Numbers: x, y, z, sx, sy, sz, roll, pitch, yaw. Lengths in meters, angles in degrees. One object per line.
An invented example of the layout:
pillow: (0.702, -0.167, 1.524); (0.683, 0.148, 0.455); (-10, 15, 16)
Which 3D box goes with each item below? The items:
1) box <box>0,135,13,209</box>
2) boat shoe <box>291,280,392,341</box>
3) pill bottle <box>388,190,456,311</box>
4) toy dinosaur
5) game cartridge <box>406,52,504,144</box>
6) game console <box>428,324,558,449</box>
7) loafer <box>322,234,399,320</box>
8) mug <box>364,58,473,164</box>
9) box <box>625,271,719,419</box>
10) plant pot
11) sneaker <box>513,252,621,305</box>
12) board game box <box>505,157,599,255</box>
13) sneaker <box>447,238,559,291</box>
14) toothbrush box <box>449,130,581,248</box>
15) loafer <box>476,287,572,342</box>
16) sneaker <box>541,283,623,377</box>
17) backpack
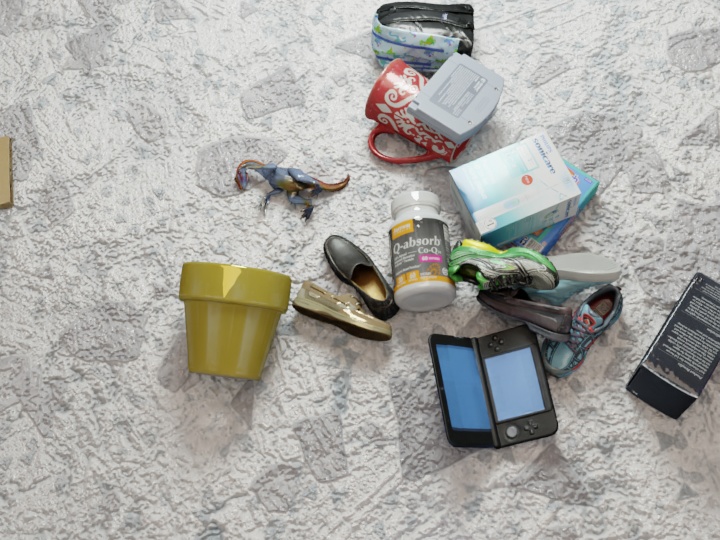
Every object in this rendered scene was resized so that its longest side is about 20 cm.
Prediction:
box: (-0.819, -0.186, 1.834); (0.197, 0.021, 0.165); (-12, 66, 0)
boat shoe: (-0.028, 0.071, 1.616); (0.198, 0.071, 0.065); (20, 71, 15)
pill bottle: (0.110, -0.036, 1.623); (0.115, 0.117, 0.202); (-7, 67, 3)
toy dinosaur: (-0.157, -0.171, 1.752); (0.199, 0.106, 0.181); (-18, 45, -43)
game cartridge: (0.187, -0.323, 1.665); (0.133, 0.041, 0.200); (31, 54, 11)
game console: (0.226, 0.192, 1.508); (0.169, 0.118, 0.202); (-18, 66, 18)
loafer: (0.000, 0.000, 1.643); (0.073, 0.072, 0.200); (-41, 68, -10)
mug: (0.119, -0.291, 1.746); (0.199, 0.179, 0.133); (33, 37, 14)
box: (0.549, 0.129, 1.492); (0.104, 0.148, 0.201); (32, 75, 17)
plant pot: (-0.231, 0.094, 1.573); (0.198, 0.201, 0.191); (6, 83, 9)
sneaker: (0.368, 0.020, 1.581); (0.198, 0.083, 0.074); (1, 30, 30)
board game box: (0.332, -0.128, 1.678); (0.152, 0.045, 0.200); (37, 76, 19)
sneaker: (0.246, 0.009, 1.536); (0.198, 0.079, 0.086); (9, 47, 22)
toothbrush box: (0.280, -0.142, 1.619); (0.198, 0.085, 0.148); (-21, 66, -4)
loafer: (0.292, 0.060, 1.558); (0.199, 0.071, 0.064); (29, 113, 41)
sneaker: (0.385, 0.097, 1.549); (0.079, 0.096, 0.200); (37, 75, 19)
backpack: (0.119, -0.477, 1.794); (0.198, 0.155, 0.164); (13, 46, -10)
